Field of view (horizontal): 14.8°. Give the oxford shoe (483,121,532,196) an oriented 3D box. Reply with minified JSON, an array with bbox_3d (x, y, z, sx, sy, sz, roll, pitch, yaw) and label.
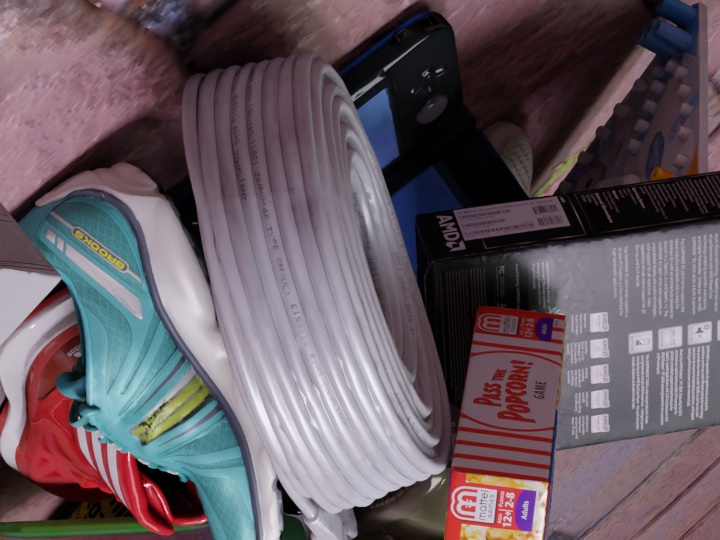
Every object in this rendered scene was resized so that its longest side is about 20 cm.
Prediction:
[{"bbox_3d":[0.039,0.002,1.543,0.075,0.058,0.201,-12,132,-46],"label":"oxford shoe"}]

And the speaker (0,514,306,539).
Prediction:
[{"bbox_3d":[-0.127,0.163,1.387,0.199,0.089,0.089,-2,151,-9],"label":"speaker"}]

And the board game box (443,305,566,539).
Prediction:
[{"bbox_3d":[0.063,0.141,1.300,0.152,0.046,0.201,-75,171,-62],"label":"board game box"}]

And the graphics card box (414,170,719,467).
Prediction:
[{"bbox_3d":[0.129,0.022,1.367,0.199,0.051,0.126,-10,123,-7],"label":"graphics card box"}]

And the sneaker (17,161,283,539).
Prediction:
[{"bbox_3d":[-0.092,0.051,1.223,0.079,0.201,0.077,-27,-167,-11],"label":"sneaker"}]

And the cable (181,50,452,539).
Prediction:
[{"bbox_3d":[-0.019,0.004,1.200,0.069,0.201,0.200,-15,154,8],"label":"cable"}]

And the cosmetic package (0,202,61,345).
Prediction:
[{"bbox_3d":[-0.214,0.042,1.085,0.200,0.083,0.051,-47,158,15],"label":"cosmetic package"}]

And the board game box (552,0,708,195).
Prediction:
[{"bbox_3d":[0.124,-0.026,1.507,0.200,0.026,0.200,-55,-164,35],"label":"board game box"}]

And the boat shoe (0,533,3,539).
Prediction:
[{"bbox_3d":[-0.215,0.202,1.239,0.065,0.072,0.201,12,94,-56],"label":"boat shoe"}]

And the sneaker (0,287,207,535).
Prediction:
[{"bbox_3d":[-0.117,0.096,1.340,0.078,0.116,0.200,-37,160,-10],"label":"sneaker"}]

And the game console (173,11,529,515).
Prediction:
[{"bbox_3d":[0.000,0.000,1.354,0.200,0.118,0.171,-39,162,-9],"label":"game console"}]

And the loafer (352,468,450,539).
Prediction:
[{"bbox_3d":[0.024,0.122,1.509,0.200,0.068,0.076,156,-47,-71],"label":"loafer"}]

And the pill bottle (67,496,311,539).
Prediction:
[{"bbox_3d":[-0.086,0.136,1.495,0.200,0.113,0.112,-49,160,20],"label":"pill bottle"}]
